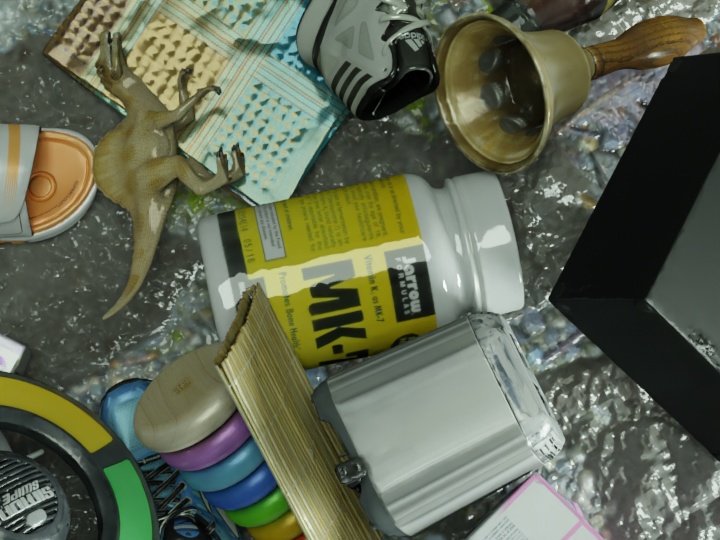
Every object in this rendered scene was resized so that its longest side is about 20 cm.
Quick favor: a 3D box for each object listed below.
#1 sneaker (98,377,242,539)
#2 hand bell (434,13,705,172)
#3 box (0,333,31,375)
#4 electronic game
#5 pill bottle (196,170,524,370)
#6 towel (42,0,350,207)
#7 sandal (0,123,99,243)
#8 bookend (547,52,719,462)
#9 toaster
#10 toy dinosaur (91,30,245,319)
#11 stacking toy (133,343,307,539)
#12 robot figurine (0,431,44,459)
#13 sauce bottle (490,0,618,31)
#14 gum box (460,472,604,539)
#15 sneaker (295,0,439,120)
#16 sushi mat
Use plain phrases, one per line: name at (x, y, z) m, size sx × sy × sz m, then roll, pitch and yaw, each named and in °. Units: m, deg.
sneaker at (-0.112, 0.160, 1.522) m, size 0.078 × 0.090 × 0.200 m, roll -25°, pitch 83°, yaw -4°
hand bell at (0.156, -0.140, 1.545) m, size 0.200 × 0.104 × 0.104 m, roll -21°, pitch 82°, yaw -37°
box at (-0.319, 0.027, 1.562) m, size 0.200 × 0.041 × 0.039 m, roll 26°, pitch 83°, yaw 3°
electronic game at (-0.216, 0.146, 1.431) m, size 0.200 × 0.042 × 0.200 m, roll 20°, pitch 45°, yaw -21°
pill bottle at (0.000, 0.000, 1.533) m, size 0.200 × 0.114 × 0.114 m, roll -13°, pitch 83°, yaw -2°
towel at (-0.098, -0.147, 1.599) m, size 0.200 × 0.022 × 0.147 m, roll 35°, pitch 83°, yaw 5°
sandal at (-0.279, -0.059, 1.563) m, size 0.206 × 0.059 × 0.079 m, roll -2°, pitch 82°, yaw -2°
bookend at (0.252, -0.006, 1.526) m, size 0.199 × 0.092 × 0.200 m, roll 41°, pitch 66°, yaw -30°
toaster at (0.051, 0.095, 1.473) m, size 0.129 × 0.200 × 0.114 m, roll -27°, pitch 79°, yaw 4°
toy dinosaur at (-0.132, -0.064, 1.559) m, size 0.101 × 0.058 × 0.200 m, roll -10°, pitch 74°, yaw 14°
stacking toy at (-0.057, 0.142, 1.500) m, size 0.085 × 0.085 × 0.200 m, roll -41°, pitch 117°, yaw -6°
robot figurine at (-0.309, 0.139, 1.510) m, size 0.200 × 0.113 × 0.170 m, roll 6°, pitch 83°, yaw 0°
sauce bottle at (0.155, -0.208, 1.590) m, size 0.200 × 0.066 × 0.066 m, roll -39°, pitch 85°, yaw -3°
gum box at (0.070, 0.217, 1.505) m, size 0.200 × 0.114 × 0.066 m, roll -45°, pitch 86°, yaw -6°
sneaker at (0.034, -0.183, 1.496) m, size 0.076 × 0.201 × 0.115 m, roll -2°, pitch 41°, yaw -34°
sushi mat at (-0.036, 0.114, 1.464) m, size 0.012 × 0.096 × 0.200 m, roll -17°, pitch 114°, yaw 21°
